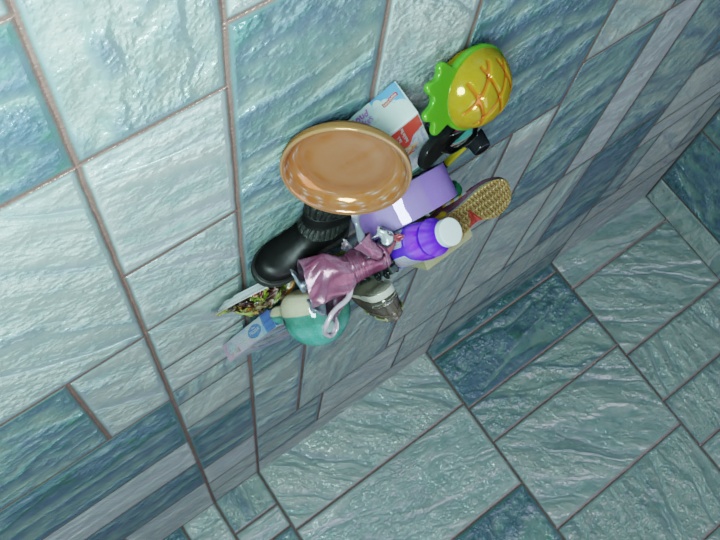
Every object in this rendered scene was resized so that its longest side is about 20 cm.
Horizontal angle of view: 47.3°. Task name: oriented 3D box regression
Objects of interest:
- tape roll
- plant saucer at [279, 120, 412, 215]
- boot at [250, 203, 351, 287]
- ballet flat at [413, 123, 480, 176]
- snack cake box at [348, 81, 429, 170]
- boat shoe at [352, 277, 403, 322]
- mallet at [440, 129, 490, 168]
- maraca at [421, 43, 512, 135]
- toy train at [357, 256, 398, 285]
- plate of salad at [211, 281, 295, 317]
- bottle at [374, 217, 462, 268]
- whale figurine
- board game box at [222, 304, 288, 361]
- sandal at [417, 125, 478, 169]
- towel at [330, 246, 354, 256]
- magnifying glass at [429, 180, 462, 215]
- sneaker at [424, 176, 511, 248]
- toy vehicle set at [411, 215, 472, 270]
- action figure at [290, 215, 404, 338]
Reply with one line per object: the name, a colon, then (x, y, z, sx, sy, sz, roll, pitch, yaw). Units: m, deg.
tape roll: (0.076, -0.124, 1.504, 0.198, 0.066, 0.200, -27, -174, 3)
plant saucer: (-0.021, -0.155, 1.219, 0.196, 0.038, 0.201, 3, 147, 2)
boot: (-0.094, -0.070, 1.387, 0.210, 0.080, 0.158, -37, 167, -22)
ballet flat: (0.136, -0.238, 1.480, 0.198, 0.075, 0.074, -34, 164, -9)
snack cake box: (0.047, -0.209, 1.332, 0.114, 0.068, 0.200, -37, 164, 4)
boat shoe: (0.029, 0.050, 1.482, 0.071, 0.060, 0.200, -32, -169, -9)
mallet: (0.171, -0.226, 1.631, 0.041, 0.067, 0.199, -18, 169, -46)
maraca: (0.167, -0.286, 1.303, 0.198, 0.106, 0.139, -24, 127, -37)
toy train: (0.000, 0.000, 1.494, 0.034, 0.046, 0.199, -36, -168, -32)
plate of salad: (-0.180, 0.050, 1.510, 0.197, 0.049, 0.200, -26, 179, 0)
bottle: (0.100, -0.048, 1.422, 0.082, 0.067, 0.199, -4, 173, -29)
whale figurine: (-0.090, 0.083, 1.534, 0.156, 0.106, 0.200, -14, -175, -16)
board game box: (-0.162, 0.108, 1.726, 0.198, 0.044, 0.198, -21, 168, -45)
sandal: (0.164, -0.227, 1.387, 0.200, 0.045, 0.076, -47, 159, -35)
towel: (-0.044, -0.027, 1.559, 0.198, 0.023, 0.143, -11, -179, 38)
magnifying glass: (0.138, -0.138, 1.637, 0.080, 0.022, 0.199, -55, -158, -15)
sneaker: (0.188, -0.115, 1.518, 0.198, 0.076, 0.090, -33, -154, -22)
toy vehicle set: (0.108, -0.061, 1.598, 0.123, 0.027, 0.199, -35, -152, -23)
action figure: (-0.010, -0.005, 1.367, 0.198, 0.151, 0.134, -27, 161, -1)
